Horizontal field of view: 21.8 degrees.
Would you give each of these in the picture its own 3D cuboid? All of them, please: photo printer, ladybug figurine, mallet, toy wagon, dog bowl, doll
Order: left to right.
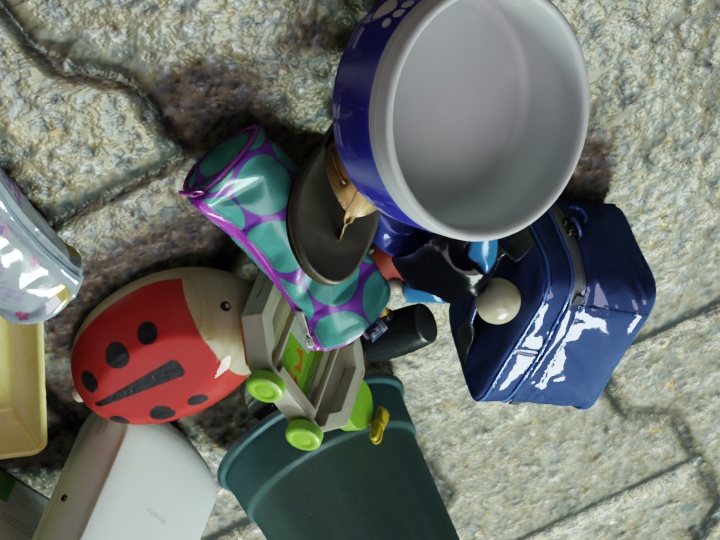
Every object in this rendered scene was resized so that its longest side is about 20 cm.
[{"bbox_3d":[-0.217,0.233,1.740,0.069,0.200,0.166,4,151,36],"label":"photo printer"},{"bbox_3d":[-0.172,0.075,1.638,0.200,0.072,0.136,-30,113,20],"label":"ladybug figurine"},{"bbox_3d":[-0.038,0.082,1.646,0.039,0.155,0.200,-7,134,31],"label":"toy wagon"},{"bbox_3d":[0.000,0.000,1.624,0.066,0.041,0.200,-14,127,25],"label":"mallet"},{"bbox_3d":[0.060,-0.026,1.576,0.200,0.049,0.136,44,129,-13],"label":"doll"},{"bbox_3d":[0.079,-0.127,1.453,0.200,0.079,0.201,-9,105,-33],"label":"dog bowl"}]

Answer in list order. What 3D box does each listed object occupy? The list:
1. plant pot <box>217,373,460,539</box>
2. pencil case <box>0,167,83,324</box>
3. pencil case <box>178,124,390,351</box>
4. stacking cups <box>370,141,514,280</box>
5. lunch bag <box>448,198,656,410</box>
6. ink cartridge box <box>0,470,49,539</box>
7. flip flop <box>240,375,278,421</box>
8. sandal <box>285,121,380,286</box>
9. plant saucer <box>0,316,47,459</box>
[{"bbox_3d":[-0.004,0.232,1.755,0.200,0.196,0.200,-24,155,-12],"label":"plant pot"},{"bbox_3d":[-0.298,-0.040,1.486,0.090,0.083,0.200,-11,142,17],"label":"pencil case"},{"bbox_3d":[-0.059,-0.023,1.544,0.092,0.085,0.200,-50,115,-24],"label":"pencil case"},{"bbox_3d":[0.066,-0.065,1.617,0.060,0.061,0.200,11,136,-29],"label":"stacking cups"},{"bbox_3d":[0.163,0.025,1.678,0.132,0.136,0.200,3,133,-23],"label":"lunch bag"},{"bbox_3d":[-0.338,0.288,1.736,0.084,0.200,0.146,-32,136,14],"label":"ink cartridge box"},{"bbox_3d":[-0.067,0.106,1.752,0.081,0.058,0.200,-26,153,2],"label":"flip flop"},{"bbox_3d":[0.006,-0.084,1.493,0.082,0.055,0.200,32,84,-20],"label":"sandal"},{"bbox_3d":[-0.376,0.091,1.628,0.199,0.049,0.200,-6,138,-14],"label":"plant saucer"}]
